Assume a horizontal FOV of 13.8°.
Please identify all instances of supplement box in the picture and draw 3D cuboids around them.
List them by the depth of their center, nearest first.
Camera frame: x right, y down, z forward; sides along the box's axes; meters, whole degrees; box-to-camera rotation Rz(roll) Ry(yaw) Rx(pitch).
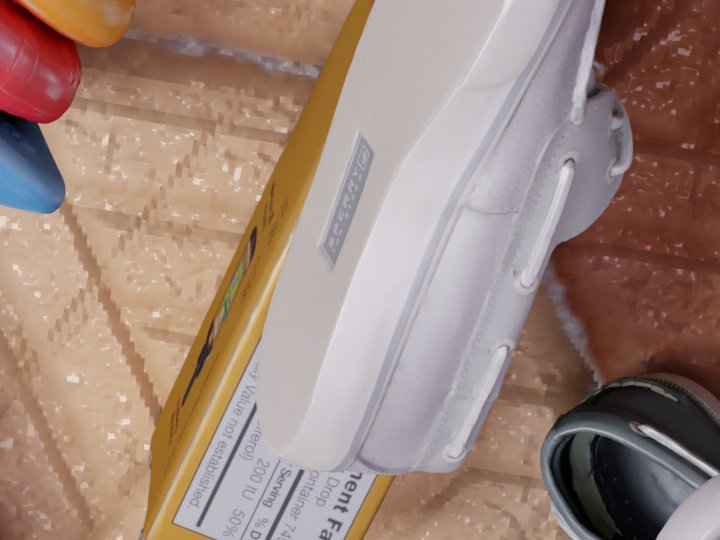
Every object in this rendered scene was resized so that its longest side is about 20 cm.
[{"bbox_3d":[0.000,0.000,0.875,0.069,0.067,0.200,24,114,-11],"label":"supplement box"}]

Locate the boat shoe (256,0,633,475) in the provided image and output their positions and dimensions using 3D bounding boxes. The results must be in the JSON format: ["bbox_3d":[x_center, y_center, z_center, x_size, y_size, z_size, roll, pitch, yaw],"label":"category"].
[{"bbox_3d":[0.035,-0.028,0.791,0.068,0.072,0.200,10,113,-23],"label":"boat shoe"}]

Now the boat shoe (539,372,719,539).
[{"bbox_3d":[0.121,0.117,0.873,0.073,0.062,0.200,-44,71,24],"label":"boat shoe"}]

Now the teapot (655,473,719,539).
[{"bbox_3d":[0.177,0.014,0.793,0.146,0.200,0.197,26,145,-26],"label":"teapot"}]

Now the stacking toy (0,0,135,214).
[{"bbox_3d":[-0.071,-0.127,0.808,0.200,0.110,0.116,-45,122,9],"label":"stacking toy"}]
